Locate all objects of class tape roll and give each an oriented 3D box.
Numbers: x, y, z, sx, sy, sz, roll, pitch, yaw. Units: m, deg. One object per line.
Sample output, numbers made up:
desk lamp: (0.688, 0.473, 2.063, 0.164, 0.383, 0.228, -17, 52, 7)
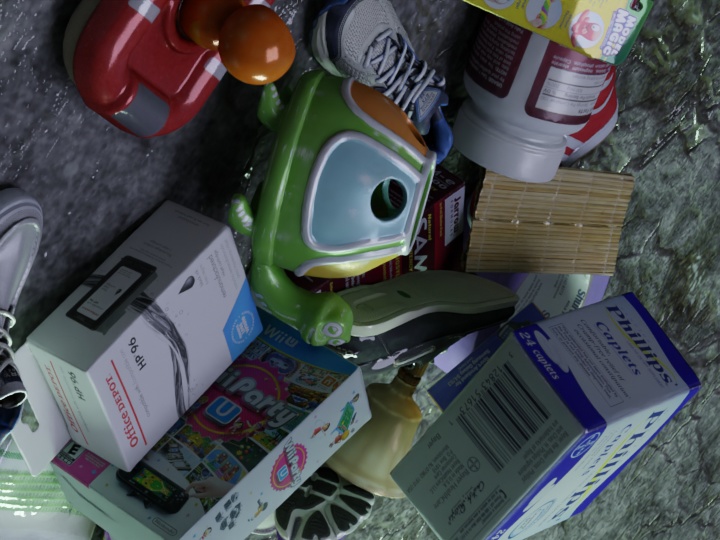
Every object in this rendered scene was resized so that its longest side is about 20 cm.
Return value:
tape roll: (0.139, 0.015, 1.891, 0.199, 0.085, 0.201, -34, 142, -32)

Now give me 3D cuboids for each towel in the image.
towel: (-0.226, 0.148, 1.565, 0.149, 0.031, 0.201, 10, 111, -57)

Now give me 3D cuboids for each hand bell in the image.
hand bell: (0.047, 0.086, 1.773, 0.104, 0.104, 0.201, 5, 120, -55)

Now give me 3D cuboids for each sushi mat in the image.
sushi mat: (0.164, -0.044, 1.785, 0.199, 0.012, 0.097, 2, 107, -43)

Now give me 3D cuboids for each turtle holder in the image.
turtle holder: (-0.022, -0.048, 1.503, 0.141, 0.130, 0.187, 92, 15, -74)

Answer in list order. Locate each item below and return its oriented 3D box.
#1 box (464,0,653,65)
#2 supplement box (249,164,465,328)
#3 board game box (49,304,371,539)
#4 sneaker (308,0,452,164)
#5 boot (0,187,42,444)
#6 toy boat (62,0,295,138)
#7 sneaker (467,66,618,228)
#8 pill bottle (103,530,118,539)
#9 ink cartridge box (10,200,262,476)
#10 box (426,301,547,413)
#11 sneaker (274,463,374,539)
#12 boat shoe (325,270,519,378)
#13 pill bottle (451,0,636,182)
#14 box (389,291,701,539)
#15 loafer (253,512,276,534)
box: (0.138, -0.245, 1.571, 0.198, 0.048, 0.118, 23, 105, -16)
supplement box: (0.000, 0.000, 1.707, 0.199, 0.061, 0.110, -37, 144, -30)
board game box: (-0.112, 0.124, 1.544, 0.200, 0.147, 0.065, -43, 141, -26)
sneaker: (0.028, -0.151, 1.581, 0.077, 0.085, 0.200, -49, 148, -10)
boot: (-0.249, 0.052, 1.379, 0.073, 0.095, 0.201, 12, 109, -57)
toy boat: (-0.093, -0.168, 1.353, 0.201, 0.130, 0.130, -55, 149, 0)
sneaker: (0.159, -0.124, 1.799, 0.200, 0.071, 0.113, -48, 153, -27)
pill bottle: (-0.159, 0.241, 1.657, 0.104, 0.104, 0.201, -35, 156, -30)
ink cartridge box: (-0.167, 0.061, 1.494, 0.200, 0.067, 0.117, -47, 142, -27)
box: (0.127, 0.092, 1.780, 0.119, 0.042, 0.200, -40, 159, 2)
sneaker: (-0.027, 0.212, 1.791, 0.200, 0.080, 0.084, -39, 149, -71)
boat shoe: (0.047, 0.044, 1.683, 0.199, 0.072, 0.068, -12, 122, -39)
pill bottle: (0.152, -0.183, 1.692, 0.114, 0.114, 0.202, -7, 125, -51)
box: (0.156, 0.130, 1.697, 0.199, 0.105, 0.184, -15, 150, -52)
loafer: (-0.105, 0.187, 1.730, 0.070, 0.070, 0.200, -54, 149, -2)
